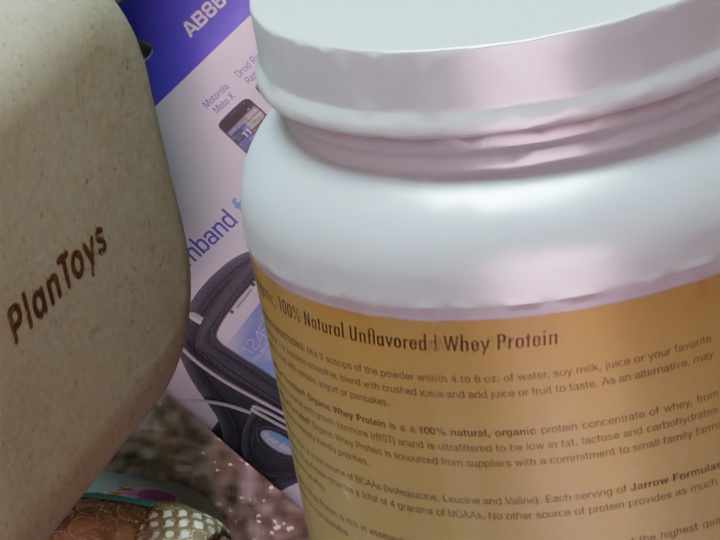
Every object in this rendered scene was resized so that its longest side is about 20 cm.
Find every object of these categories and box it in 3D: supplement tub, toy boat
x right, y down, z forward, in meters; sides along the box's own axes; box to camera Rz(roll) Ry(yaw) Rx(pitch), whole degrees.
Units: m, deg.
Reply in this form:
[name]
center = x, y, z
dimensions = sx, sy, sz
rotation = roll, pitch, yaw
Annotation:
[supplement tub]
center = 0.052, 0.019, 0.641
dimensions = 0.144, 0.145, 0.201
rotation = -7, 114, 8
[toy boat]
center = -0.131, 0.007, 0.631
dimensions = 0.130, 0.200, 0.131
rotation = -2, 114, 22

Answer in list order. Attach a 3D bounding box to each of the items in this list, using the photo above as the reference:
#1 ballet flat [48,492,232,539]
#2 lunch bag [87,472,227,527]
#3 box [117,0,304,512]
[ballet flat]
center = -0.091, 0.148, 0.715
dimensions = 0.065, 0.070, 0.201
rotation = 23, 96, 14
[lunch bag]
center = -0.118, 0.156, 0.776
dimensions = 0.160, 0.077, 0.201
rotation = 6, 101, -10
[box]
center = 0.000, 0.000, 0.738
dimensions = 0.200, 0.042, 0.119
rotation = 43, 113, -14
